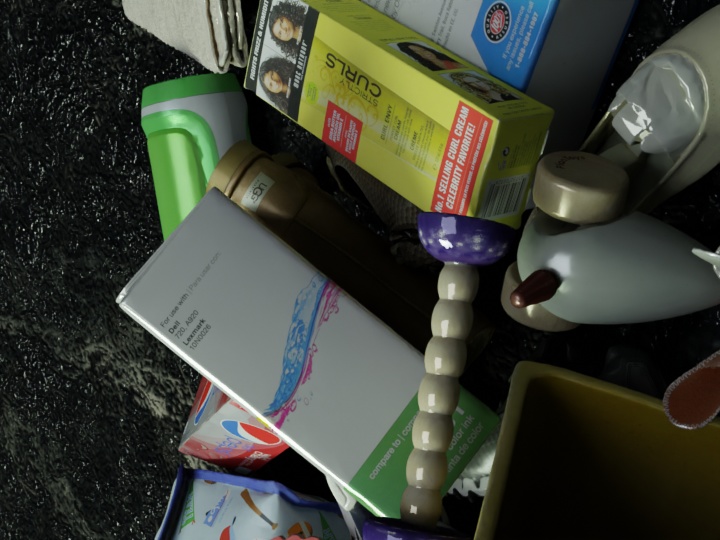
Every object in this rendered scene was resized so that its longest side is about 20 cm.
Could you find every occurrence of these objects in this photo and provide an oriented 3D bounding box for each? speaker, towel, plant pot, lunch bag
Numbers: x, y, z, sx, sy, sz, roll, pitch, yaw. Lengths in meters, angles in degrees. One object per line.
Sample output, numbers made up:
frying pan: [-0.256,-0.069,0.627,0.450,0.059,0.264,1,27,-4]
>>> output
speaker: [-0.114,-0.045,1.021,0.088,0.088,0.203,-6,94,49]
towel: [-0.147,-0.234,1.012,0.200,0.034,0.134,34,137,51]
plant pot: [0.136,0.203,0.679,0.193,0.195,0.202,16,126,6]
lunch bag: [-0.105,0.242,1.018,0.199,0.123,0.172,-1,68,53]

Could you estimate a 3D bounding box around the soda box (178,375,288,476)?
soda box: [-0.076,0.092,0.965,0.200,0.063,0.071,137,153,-64]

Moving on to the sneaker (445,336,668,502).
sneaker: [0.113,0.089,0.814,0.199,0.066,0.092,-19,78,49]

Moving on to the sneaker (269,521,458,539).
sneaker: [-0.001,0.215,0.837,0.199,0.087,0.074,-17,117,39]

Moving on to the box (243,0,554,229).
box: [0.016,-0.097,0.758,0.200,0.050,0.076,38,125,35]

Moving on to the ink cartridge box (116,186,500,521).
ink cartridge box: [-0.029,0.051,0.758,0.199,0.084,0.145,39,176,1]

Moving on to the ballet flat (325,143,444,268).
ballet flat: [0.014,-0.044,0.850,0.047,0.067,0.200,-51,29,3]

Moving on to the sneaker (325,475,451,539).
sneaker: [0.016,0.148,0.935,0.130,0.079,0.200,-100,-12,-55]

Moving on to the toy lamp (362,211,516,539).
toy lamp: [0.038,0.075,0.658,0.058,0.058,0.203,5,85,48]

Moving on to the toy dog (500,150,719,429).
toy dog: [0.153,0.012,0.671,0.198,0.096,0.133,1,117,29]

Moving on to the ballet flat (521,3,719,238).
ballet flat: [0.151,-0.065,0.729,0.070,0.069,0.201,55,134,24]

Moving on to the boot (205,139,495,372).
boot: [0.000,0.000,0.896,0.199,0.175,0.066,36,98,12]

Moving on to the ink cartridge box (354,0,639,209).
ink cartridge box: [0.050,-0.148,0.808,0.200,0.084,0.147,43,129,34]
